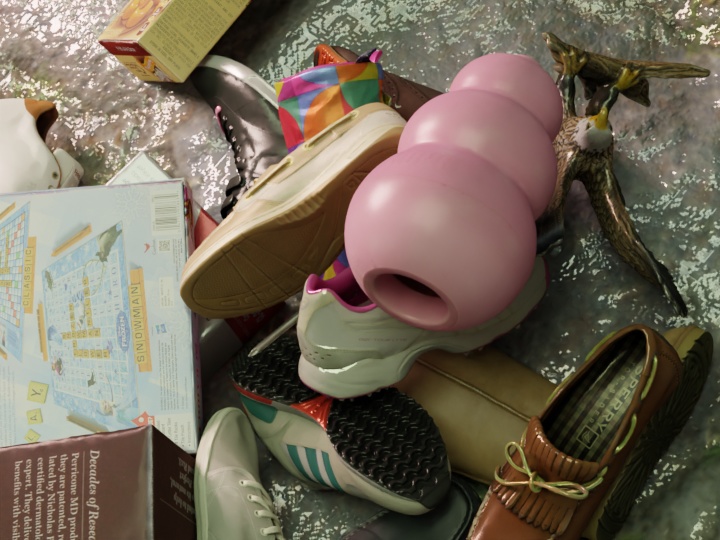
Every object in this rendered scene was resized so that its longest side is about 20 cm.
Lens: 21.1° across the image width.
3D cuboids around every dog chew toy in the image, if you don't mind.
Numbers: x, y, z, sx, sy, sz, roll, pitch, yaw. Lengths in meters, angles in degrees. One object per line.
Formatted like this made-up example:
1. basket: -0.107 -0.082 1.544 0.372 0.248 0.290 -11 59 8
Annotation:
1. dog chew toy: 0.071 -0.060 1.261 0.125 0.125 0.200 14 60 24

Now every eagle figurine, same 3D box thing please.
1. eagle figurine: 0.156 -0.065 1.363 0.152 0.151 0.200 -3 70 28

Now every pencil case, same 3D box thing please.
1. pencil case: -0.002 -0.060 1.409 0.088 0.088 0.200 -11 89 13

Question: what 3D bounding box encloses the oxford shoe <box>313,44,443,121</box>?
1. oxford shoe: 0.034 -0.114 1.486 0.073 0.071 0.200 -23 52 -27

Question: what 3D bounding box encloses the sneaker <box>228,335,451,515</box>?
1. sneaker: -0.008 0.124 1.354 0.200 0.093 0.070 29 57 36

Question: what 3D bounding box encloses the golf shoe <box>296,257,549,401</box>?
1. golf shoe: 0.045 0.015 1.328 0.200 0.092 0.075 -25 31 -25

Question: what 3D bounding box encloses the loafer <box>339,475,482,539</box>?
1. loafer: 0.002 0.214 1.317 0.201 0.070 0.068 -41 66 -4

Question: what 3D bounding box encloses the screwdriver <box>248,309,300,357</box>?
1. screwdriver: 0.000 0.000 1.350 0.200 0.029 0.028 -43 41 -12

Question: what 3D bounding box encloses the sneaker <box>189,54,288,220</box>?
1. sneaker: -0.088 -0.087 1.497 0.099 0.071 0.200 -44 64 -12

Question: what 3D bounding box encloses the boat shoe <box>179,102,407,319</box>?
1. boat shoe: -0.044 -0.043 1.346 0.200 0.074 0.069 -35 39 9

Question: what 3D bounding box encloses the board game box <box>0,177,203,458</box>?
1. board game box: -0.215 0.041 1.379 0.199 0.041 0.200 -4 77 3

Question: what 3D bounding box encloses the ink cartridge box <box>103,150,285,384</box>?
1. ink cartridge box: -0.179 0.036 1.443 0.200 0.083 0.146 -45 76 -6

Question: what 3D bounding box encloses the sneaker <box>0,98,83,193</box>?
1. sneaker: -0.260 -0.050 1.537 0.085 0.073 0.200 -8 70 -4

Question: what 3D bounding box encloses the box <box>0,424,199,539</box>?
1. box: -0.203 0.218 1.326 0.200 0.166 0.164 -10 65 14

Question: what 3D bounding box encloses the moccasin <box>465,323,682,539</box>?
1. moccasin: 0.134 0.122 1.256 0.201 0.078 0.074 -49 62 4

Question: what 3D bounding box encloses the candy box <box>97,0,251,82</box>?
1. candy box: -0.117 -0.243 1.563 0.200 0.055 0.115 -52 23 -10

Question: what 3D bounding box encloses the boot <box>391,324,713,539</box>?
1. boot: 0.121 0.077 1.352 0.200 0.066 0.175 27 75 29

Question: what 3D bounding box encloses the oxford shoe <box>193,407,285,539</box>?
1. oxford shoe: -0.078 0.176 1.312 0.058 0.075 0.200 -20 43 19
